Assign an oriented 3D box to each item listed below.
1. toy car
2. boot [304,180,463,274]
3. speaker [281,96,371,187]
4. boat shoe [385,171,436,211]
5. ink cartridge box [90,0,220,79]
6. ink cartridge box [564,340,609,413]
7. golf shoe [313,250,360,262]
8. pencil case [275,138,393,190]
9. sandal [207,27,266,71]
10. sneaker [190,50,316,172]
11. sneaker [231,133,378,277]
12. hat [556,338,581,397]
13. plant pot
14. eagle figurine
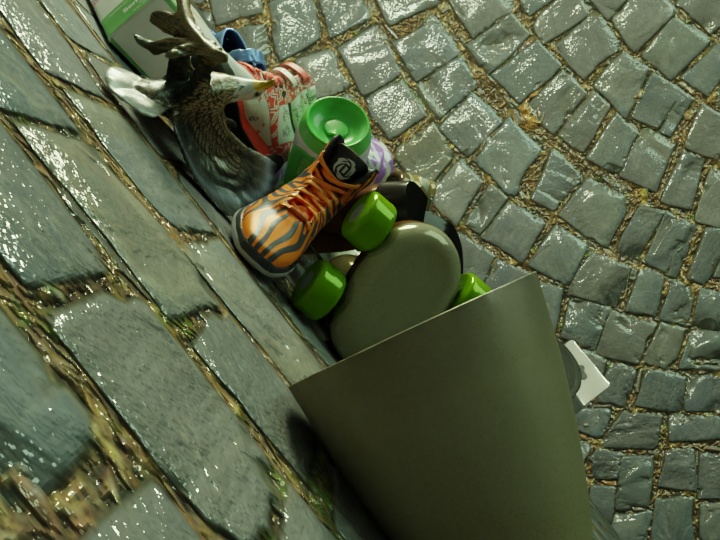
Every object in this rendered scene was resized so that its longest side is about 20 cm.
[{"bbox_3d":[0.011,0.012,1.163,0.164,0.158,0.200,38,-2,-20],"label":"toy car"},{"bbox_3d":[0.001,-0.023,1.246,0.188,0.198,0.069,43,50,-48],"label":"boot"},{"bbox_3d":[-0.043,-0.104,1.276,0.089,0.088,0.201,52,-29,21],"label":"speaker"},{"bbox_3d":[0.053,-0.022,1.426,0.075,0.202,0.072,8,17,-28],"label":"boat shoe"},{"bbox_3d":[-0.239,-0.287,1.315,0.145,0.087,0.200,46,5,-40],"label":"ink cartridge box"},{"bbox_3d":[0.198,0.156,1.406,0.068,0.199,0.116,50,4,-33],"label":"ink cartridge box"},{"bbox_3d":[0.000,0.000,1.344,0.075,0.092,0.200,35,12,-28],"label":"golf shoe"},{"bbox_3d":[-0.050,-0.131,1.403,0.198,0.086,0.084,4,28,-40],"label":"pencil case"},{"bbox_3d":[-0.168,-0.264,1.400,0.079,0.088,0.200,-8,40,-34],"label":"sandal"},{"bbox_3d":[-0.112,-0.203,1.234,0.067,0.108,0.202,24,-21,31],"label":"sneaker"},{"bbox_3d":[-0.050,-0.073,1.073,0.078,0.112,0.200,43,28,-7],"label":"sneaker"},{"bbox_3d":[0.158,0.107,1.330,0.199,0.081,0.201,24,29,-14],"label":"hat"},{"bbox_3d":[0.076,0.131,0.756,0.187,0.186,0.202,15,50,-82],"label":"plant pot"},{"bbox_3d":[-0.152,-0.153,1.086,0.201,0.149,0.153,95,9,-52],"label":"eagle figurine"}]
